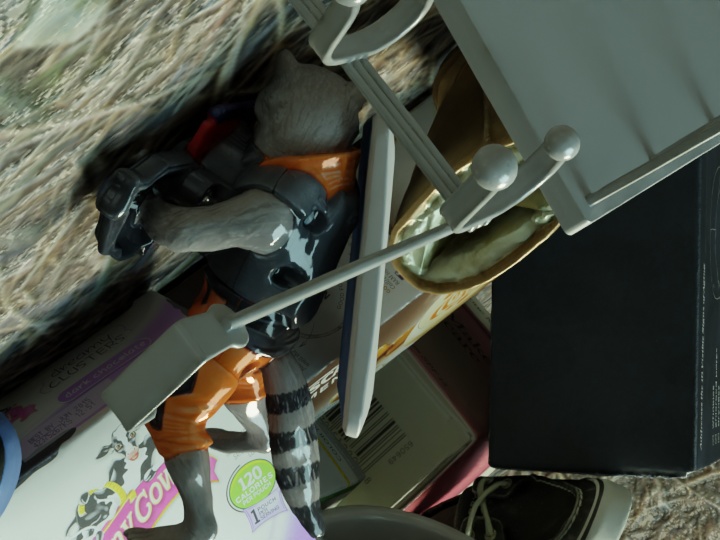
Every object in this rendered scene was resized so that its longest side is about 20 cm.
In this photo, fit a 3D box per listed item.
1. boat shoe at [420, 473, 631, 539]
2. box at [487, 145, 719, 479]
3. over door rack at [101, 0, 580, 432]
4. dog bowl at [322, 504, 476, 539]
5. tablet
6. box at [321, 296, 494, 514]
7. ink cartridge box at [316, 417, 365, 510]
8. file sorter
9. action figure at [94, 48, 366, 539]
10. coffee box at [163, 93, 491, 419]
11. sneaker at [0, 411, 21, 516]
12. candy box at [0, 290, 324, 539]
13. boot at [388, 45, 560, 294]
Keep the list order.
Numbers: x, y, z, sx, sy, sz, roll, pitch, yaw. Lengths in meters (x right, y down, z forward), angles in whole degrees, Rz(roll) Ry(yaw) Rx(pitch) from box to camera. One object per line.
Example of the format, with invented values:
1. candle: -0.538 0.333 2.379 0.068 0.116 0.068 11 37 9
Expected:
1. boat shoe: 0.083 0.151 1.394 0.200 0.063 0.071 -33 -150 61
2. box: 0.153 0.013 1.437 0.123 0.201 0.197 1 179 14
3. over door rack: -0.032 -0.059 0.703 0.200 0.148 0.067 -29 167 -49
4. dog bowl: 0.024 0.203 1.298 0.200 0.200 0.059 -25 147 -54
5. tablet: 0.003 -0.003 1.062 0.200 0.014 0.131 -122 -143 -87
6. box: 0.023 0.077 1.498 0.109 0.128 0.200 -43 170 16
7. ink cartridge box: -0.081 0.101 1.303 0.059 0.104 0.200 -44 168 18
8. file sorter: 0.141 -0.130 0.972 0.200 0.139 0.124 -30 179 -44
9. action figure: -0.032 0.002 1.024 0.200 0.104 0.194 -31 138 -60
10. coffee box: 0.000 0.000 1.234 0.200 0.080 0.114 -37 168 -15
11. sneaker: -0.222 0.120 0.986 0.200 0.070 0.078 -38 176 -8
12. candy box: -0.107 0.140 1.140 0.167 0.201 0.071 -36 -149 -21
13. boot: 0.093 -0.082 1.071 0.175 0.066 0.200 -43 -169 19
